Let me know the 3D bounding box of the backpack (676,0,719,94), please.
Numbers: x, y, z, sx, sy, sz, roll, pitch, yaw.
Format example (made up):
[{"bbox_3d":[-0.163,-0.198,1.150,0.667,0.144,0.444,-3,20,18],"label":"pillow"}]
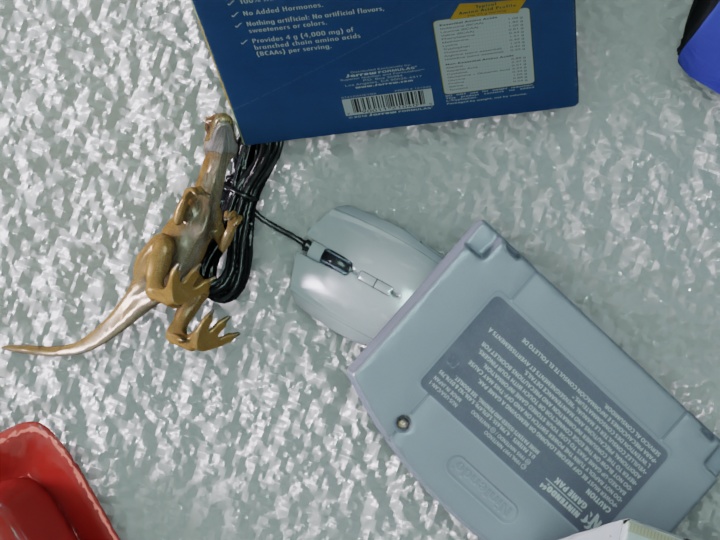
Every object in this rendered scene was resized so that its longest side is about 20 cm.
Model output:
[{"bbox_3d":[0.286,-0.175,1.188,0.167,0.163,0.201,32,77,-3],"label":"backpack"}]

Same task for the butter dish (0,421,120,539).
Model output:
[{"bbox_3d":[-0.221,0.212,1.208,0.199,0.148,0.200,-31,85,2],"label":"butter dish"}]

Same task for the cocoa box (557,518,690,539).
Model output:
[{"bbox_3d":[0.146,0.250,1.133,0.130,0.133,0.202,21,69,-14],"label":"cocoa box"}]

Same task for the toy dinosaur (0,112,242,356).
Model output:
[{"bbox_3d":[-0.114,0.006,1.245,0.060,0.106,0.200,31,103,-35],"label":"toy dinosaur"}]

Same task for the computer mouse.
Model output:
[{"bbox_3d":[0.000,0.000,1.254,0.199,0.044,0.110,27,88,6],"label":"computer mouse"}]

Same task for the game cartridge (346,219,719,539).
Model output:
[{"bbox_3d":[0.095,0.086,1.223,0.200,0.041,0.133,43,87,-9],"label":"game cartridge"}]

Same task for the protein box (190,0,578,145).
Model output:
[{"bbox_3d":[0.013,-0.178,1.171,0.196,0.200,0.136,-7,68,4],"label":"protein box"}]
